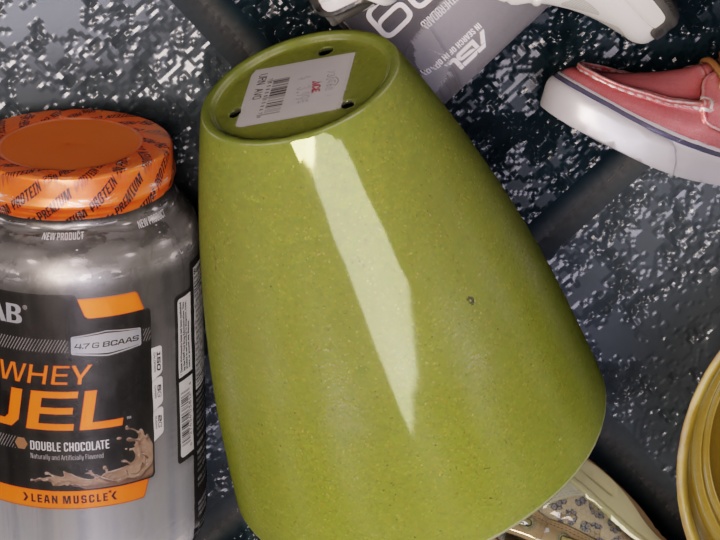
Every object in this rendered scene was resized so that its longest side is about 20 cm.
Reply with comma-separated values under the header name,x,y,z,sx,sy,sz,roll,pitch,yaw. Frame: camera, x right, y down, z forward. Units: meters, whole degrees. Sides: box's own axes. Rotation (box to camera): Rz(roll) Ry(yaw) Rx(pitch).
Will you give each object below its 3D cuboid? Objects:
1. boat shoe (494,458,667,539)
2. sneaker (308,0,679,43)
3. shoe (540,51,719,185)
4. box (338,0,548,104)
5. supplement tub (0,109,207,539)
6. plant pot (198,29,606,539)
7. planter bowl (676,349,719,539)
name,x,y,z,sx,sy,sz,roll,pitch,yaw
boat shoe,0.148,0.178,1.230,0.200,0.063,0.073,40,142,-3
sneaker,0.042,-0.144,1.053,0.200,0.076,0.115,36,108,-16
shoe,0.188,-0.091,1.161,0.199,0.072,0.092,16,106,-25
box,0.050,-0.197,1.091,0.200,0.050,0.158,-42,115,5
supplement tub,-0.133,0.034,1.101,0.121,0.123,0.202,-5,113,-12
plant pot,0.000,0.000,1.070,0.186,0.187,0.201,-22,123,-4
planter bowl,0.250,0.089,1.232,0.198,0.083,0.202,-2,101,-10
